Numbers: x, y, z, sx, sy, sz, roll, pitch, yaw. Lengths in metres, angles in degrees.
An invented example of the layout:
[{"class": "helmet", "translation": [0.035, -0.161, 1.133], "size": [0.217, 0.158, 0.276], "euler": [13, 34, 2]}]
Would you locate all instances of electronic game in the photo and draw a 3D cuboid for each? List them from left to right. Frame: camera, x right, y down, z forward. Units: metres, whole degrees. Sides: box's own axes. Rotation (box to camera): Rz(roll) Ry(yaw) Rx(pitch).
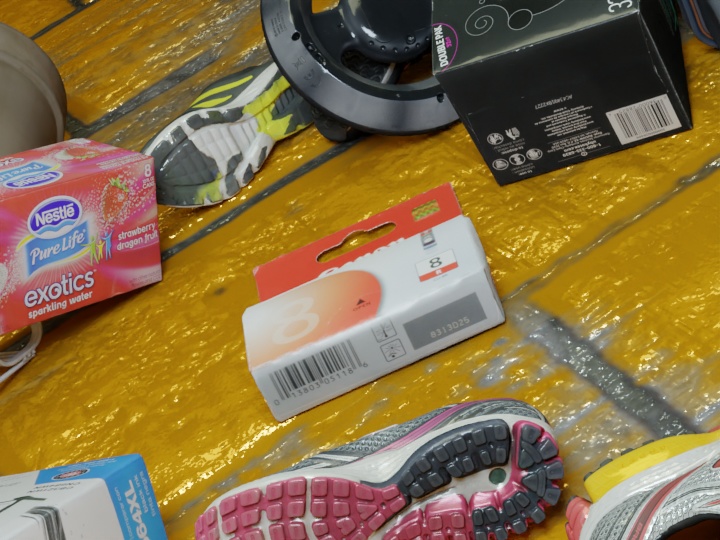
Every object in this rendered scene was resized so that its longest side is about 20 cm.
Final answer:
[{"class": "electronic game", "translation": [0.022, -0.195, 1.371], "size": [0.200, 0.200, 0.042], "euler": [-39, -8, -23]}]

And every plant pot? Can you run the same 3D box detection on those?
[{"class": "plant pot", "translation": [-0.348, -0.088, 1.503], "size": [0.199, 0.200, 0.174], "euler": [-20, 44, 12]}]

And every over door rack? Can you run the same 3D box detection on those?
[{"class": "over door rack", "translation": [-0.338, 0.093, 1.294], "size": [0.147, 0.067, 0.200], "euler": [-8, 33, 32]}]

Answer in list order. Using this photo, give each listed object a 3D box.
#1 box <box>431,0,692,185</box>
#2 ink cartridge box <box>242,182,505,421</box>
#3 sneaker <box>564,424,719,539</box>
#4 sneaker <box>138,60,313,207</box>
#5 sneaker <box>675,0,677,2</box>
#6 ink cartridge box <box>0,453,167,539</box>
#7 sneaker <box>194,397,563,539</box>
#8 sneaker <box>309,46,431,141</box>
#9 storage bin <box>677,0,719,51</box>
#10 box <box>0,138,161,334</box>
[{"class": "box", "translation": [0.137, -0.188, 1.246], "size": [0.147, 0.124, 0.201], "euler": [-16, 49, 19]}, {"class": "ink cartridge box", "translation": [0.000, 0.000, 1.182], "size": [0.161, 0.050, 0.200], "euler": [-24, 31, 5]}, {"class": "sneaker", "translation": [0.195, 0.103, 0.829], "size": [0.199, 0.078, 0.082], "euler": [-33, 31, 9]}, {"class": "sneaker", "translation": [-0.113, -0.109, 1.451], "size": [0.200, 0.075, 0.084], "euler": [-35, 22, -34]}, {"class": "sneaker", "translation": [0.278, -0.267, 1.365], "size": [0.200, 0.074, 0.083], "euler": [-40, 27, -24]}, {"class": "ink cartridge box", "translation": [-0.212, 0.175, 0.959], "size": [0.145, 0.085, 0.200], "euler": [-11, 7, 24]}, {"class": "sneaker", "translation": [0.010, 0.124, 0.947], "size": [0.198, 0.081, 0.075], "euler": [-16, 14, 4]}, {"class": "sneaker", "translation": [0.028, -0.181, 1.447], "size": [0.070, 0.090, 0.201], "euler": [8, 70, 35]}, {"class": "storage bin", "translation": [0.308, -0.200, 1.176], "size": [0.199, 0.146, 0.135], "euler": [-20, 39, 12]}, {"class": "box", "translation": [-0.248, -0.023, 1.296], "size": [0.095, 0.101, 0.199], "euler": [15, 25, 41]}]
